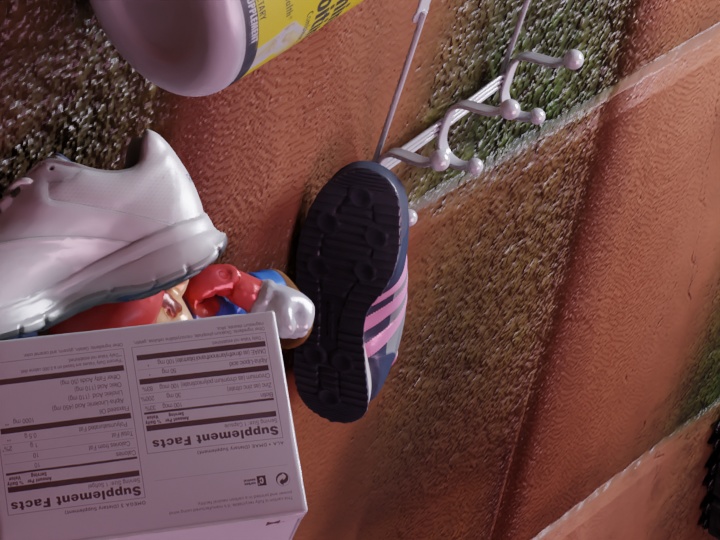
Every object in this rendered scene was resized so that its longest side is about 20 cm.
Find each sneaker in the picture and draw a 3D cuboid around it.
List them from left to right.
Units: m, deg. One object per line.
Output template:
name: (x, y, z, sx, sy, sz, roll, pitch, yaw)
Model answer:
sneaker: (-0.171, -0.009, 1.299, 0.199, 0.087, 0.074, -22, 180, -24)
sneaker: (0.000, 0.000, 1.612, 0.082, 0.070, 0.200, -55, 162, -48)

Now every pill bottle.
pill bottle: (-0.038, -0.179, 1.281, 0.200, 0.112, 0.112, -36, 147, -34)

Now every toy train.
toy train: (0.362, 0.193, 2.442, 0.046, 0.034, 0.200, -45, 152, -29)

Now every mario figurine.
mario figurine: (-0.104, 0.045, 1.427, 0.124, 0.106, 0.200, -61, 155, 13)

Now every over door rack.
over door rack: (0.075, -0.134, 1.570, 0.148, 0.067, 0.200, -38, 148, -34)

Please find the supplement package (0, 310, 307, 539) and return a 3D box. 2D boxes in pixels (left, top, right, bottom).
supplement package: (-0.123, 0.113, 1.326, 0.155, 0.111, 0.200, -7, 159, -11)
